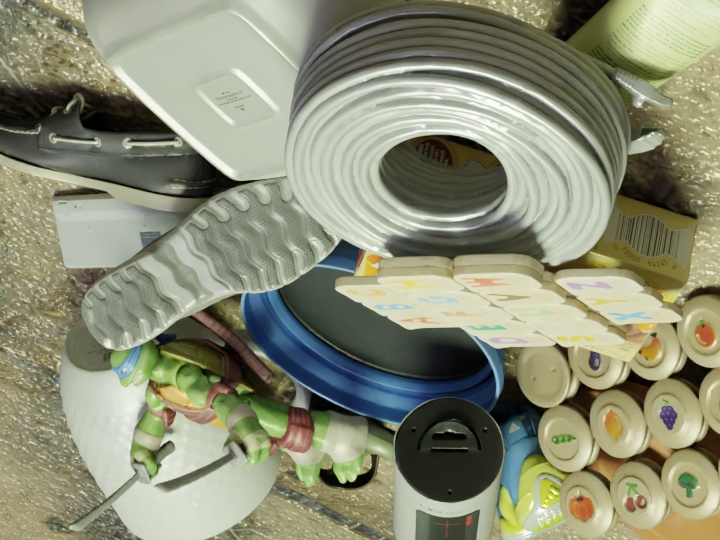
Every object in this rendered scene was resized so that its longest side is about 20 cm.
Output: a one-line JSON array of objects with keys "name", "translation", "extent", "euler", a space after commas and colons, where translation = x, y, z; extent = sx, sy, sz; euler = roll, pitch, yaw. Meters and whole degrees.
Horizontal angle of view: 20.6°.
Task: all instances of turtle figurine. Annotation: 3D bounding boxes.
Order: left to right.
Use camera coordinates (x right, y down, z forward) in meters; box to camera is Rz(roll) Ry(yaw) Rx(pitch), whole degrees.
[{"name": "turtle figurine", "translation": [-0.104, 0.136, 1.456], "extent": [0.193, 0.200, 0.144], "euler": [18, 132, -27]}]

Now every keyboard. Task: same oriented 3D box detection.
[{"name": "keyboard", "translation": [-0.154, -0.030, 1.462], "extent": [0.200, 0.011, 0.056], "euler": [-1, 109, 39]}]

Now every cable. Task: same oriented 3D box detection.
[{"name": "cable", "translation": [0.054, -0.070, 1.145], "extent": [0.200, 0.069, 0.200], "euler": [26, 143, -19]}]

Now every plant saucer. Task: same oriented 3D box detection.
[{"name": "plant saucer", "translation": [0.229, 0.161, 1.462], "extent": [0.200, 0.032, 0.200], "euler": [37, 157, 19]}]

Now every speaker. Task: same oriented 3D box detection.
[{"name": "speaker", "translation": [0.064, 0.162, 1.481], "extent": [0.081, 0.081, 0.200], "euler": [18, 158, 8]}]

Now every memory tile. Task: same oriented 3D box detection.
[{"name": "memory tile", "translation": [0.199, 0.104, 1.383], "extent": [0.200, 0.017, 0.154], "euler": [-18, 86, 46]}]

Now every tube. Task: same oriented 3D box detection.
[{"name": "tube", "translation": [0.155, -0.127, 1.134], "extent": [0.200, 0.058, 0.052], "euler": [-39, 70, 52]}]

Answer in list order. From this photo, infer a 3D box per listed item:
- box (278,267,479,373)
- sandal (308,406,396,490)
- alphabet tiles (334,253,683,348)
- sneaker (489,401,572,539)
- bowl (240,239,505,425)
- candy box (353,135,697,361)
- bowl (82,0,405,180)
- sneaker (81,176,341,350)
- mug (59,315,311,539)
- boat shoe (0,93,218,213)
[{"name": "box", "translation": [0.000, 0.000, 1.438], "extent": [0.200, 0.021, 0.163], "euler": [39, 146, -25]}, {"name": "sandal", "translation": [-0.014, 0.147, 1.592], "extent": [0.080, 0.058, 0.201], "euler": [19, 172, -12]}, {"name": "alphabet tiles", "translation": [0.092, 0.022, 1.234], "extent": [0.195, 0.015, 0.200], "euler": [-1, 166, 26]}, {"name": "sneaker", "translation": [0.131, 0.153, 1.559], "extent": [0.200, 0.076, 0.105], "euler": [103, 142, -77]}, {"name": "bowl", "translation": [0.012, 0.043, 1.436], "extent": [0.200, 0.039, 0.201], "euler": [18, 149, 11]}, {"name": "candy box", "translation": [0.106, -0.014, 1.302], "extent": [0.199, 0.055, 0.116], "euler": [18, 148, -4]}, {"name": "bowl", "translation": [-0.065, -0.132, 1.235], "extent": [0.200, 0.075, 0.200], "euler": [-14, 134, 42]}, {"name": "sneaker", "translation": [-0.099, -0.017, 1.369], "extent": [0.200, 0.082, 0.075], "euler": [-23, 102, 15]}, {"name": "mug", "translation": [-0.137, 0.102, 1.579], "extent": [0.199, 0.148, 0.176], "euler": [-13, 131, 14]}, {"name": "boat shoe", "translation": [-0.190, -0.094, 1.404], "extent": [0.199, 0.073, 0.063], "euler": [17, 105, 19]}]
